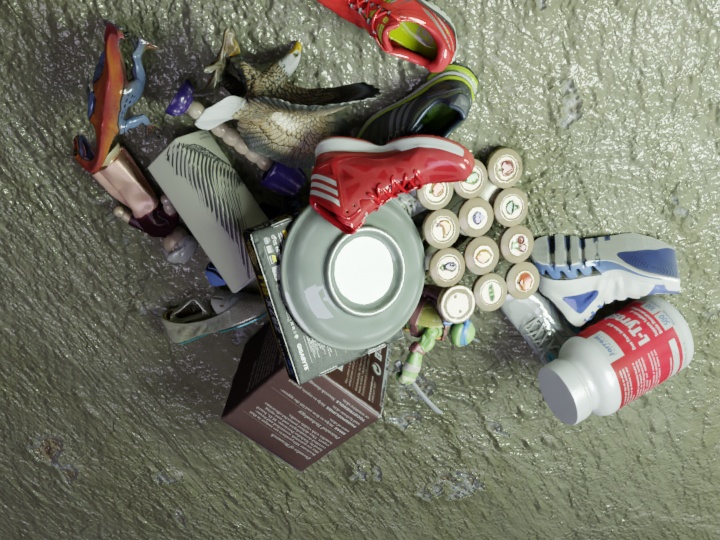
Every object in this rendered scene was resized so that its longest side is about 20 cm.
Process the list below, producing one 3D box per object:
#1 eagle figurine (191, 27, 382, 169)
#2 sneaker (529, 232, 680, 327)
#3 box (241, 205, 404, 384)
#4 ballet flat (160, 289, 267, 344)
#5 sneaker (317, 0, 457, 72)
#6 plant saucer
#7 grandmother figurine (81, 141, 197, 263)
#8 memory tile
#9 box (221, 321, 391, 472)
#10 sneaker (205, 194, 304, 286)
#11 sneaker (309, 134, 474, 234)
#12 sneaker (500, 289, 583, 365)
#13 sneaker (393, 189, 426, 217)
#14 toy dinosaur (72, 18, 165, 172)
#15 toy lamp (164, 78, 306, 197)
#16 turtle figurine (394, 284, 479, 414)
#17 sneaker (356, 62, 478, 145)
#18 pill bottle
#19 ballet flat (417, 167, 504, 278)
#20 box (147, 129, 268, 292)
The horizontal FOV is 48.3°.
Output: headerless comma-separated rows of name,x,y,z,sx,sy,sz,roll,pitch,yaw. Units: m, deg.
eagle figurine,-0.090,-0.203,0.961,0.198,0.152,0.152,32,107,-9
sneaker,0.328,0.016,1.096,0.194,0.081,0.117,5,133,15
box,-0.045,0.020,1.020,0.157,0.049,0.205,-22,102,-21
ballet flat,-0.229,0.065,1.239,0.196,0.068,0.063,-19,114,23
sneaker,0.025,-0.289,0.895,0.196,0.086,0.078,25,128,-10
plant saucer,0.000,0.000,0.986,0.195,0.050,0.206,-2,95,-23
grandmother figurine,-0.300,-0.088,1.137,0.120,0.061,0.201,3,138,45
memory tile,0.153,-0.044,1.030,0.150,0.017,0.205,-16,105,-12
box,-0.079,0.162,1.220,0.163,0.168,0.199,36,126,-20
sneaker,-0.153,-0.045,1.140,0.197,0.070,0.079,-23,108,25
sneaker,0.032,-0.091,0.938,0.195,0.118,0.079,2,153,20
sneaker,0.274,0.098,1.159,0.199,0.088,0.075,39,127,-18
sneaker,0.056,-0.088,1.058,0.073,0.072,0.199,40,124,-22
toy dinosaur,-0.321,-0.209,0.989,0.103,0.200,0.185,26,98,7
toy lamp,-0.157,-0.168,1.045,0.198,0.059,0.058,36,126,-18
turtle figurine,0.065,0.094,1.150,0.190,0.146,0.201,23,162,16
sneaker,0.059,-0.170,0.986,0.073,0.082,0.199,38,125,-20
pill bottle,0.344,0.125,1.092,0.197,0.112,0.114,-26,130,-17
ballet flat,0.127,-0.056,1.075,0.069,0.070,0.200,33,126,-17
box,-0.186,-0.080,1.057,0.068,0.082,0.202,-34,93,30
